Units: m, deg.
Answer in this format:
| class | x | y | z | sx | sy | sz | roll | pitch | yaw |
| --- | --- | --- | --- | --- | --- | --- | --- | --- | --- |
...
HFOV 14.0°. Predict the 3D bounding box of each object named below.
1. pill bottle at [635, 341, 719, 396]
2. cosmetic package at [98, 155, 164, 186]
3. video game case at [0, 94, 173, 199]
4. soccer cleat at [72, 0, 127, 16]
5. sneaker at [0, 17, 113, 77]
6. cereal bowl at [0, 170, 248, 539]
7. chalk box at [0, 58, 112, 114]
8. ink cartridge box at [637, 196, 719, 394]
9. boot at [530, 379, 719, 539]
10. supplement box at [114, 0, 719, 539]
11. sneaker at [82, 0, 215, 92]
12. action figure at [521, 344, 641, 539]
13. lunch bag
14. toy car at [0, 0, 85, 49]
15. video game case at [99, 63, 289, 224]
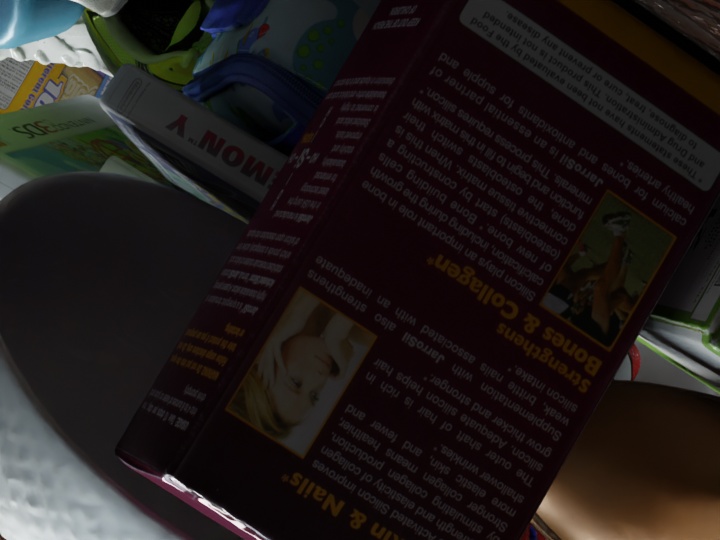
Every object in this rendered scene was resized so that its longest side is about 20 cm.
| class | x | y | z | sx | sy | sz | roll | pitch | yaw |
| --- | --- | --- | --- | --- | --- | --- | --- | --- | --- |
| pill bottle | 0.190 | 0.094 | 1.325 | 0.200 | 0.110 | 0.109 | 36 | 173 | -39 |
| cosmetic package | -0.038 | 0.052 | 1.156 | 0.200 | 0.105 | 0.071 | 33 | 176 | 12 |
| video game case | -0.071 | -0.020 | 1.302 | 0.199 | 0.022 | 0.182 | 28 | -166 | 10 |
| soccer cleat | -0.096 | -0.138 | 0.920 | 0.070 | 0.087 | 0.200 | 29 | 174 | 21 |
| sneaker | -0.172 | -0.126 | 1.402 | 0.200 | 0.100 | 0.078 | 32 | 175 | -10 |
| cereal bowl | -0.069 | 0.063 | 1.037 | 0.200 | 0.083 | 0.200 | 30 | -149 | -20 |
| chalk box | -0.193 | -0.100 | 1.639 | 0.124 | 0.124 | 0.200 | 30 | 174 | 21 |
| ink cartridge box | 0.167 | 0.023 | 0.995 | 0.147 | 0.076 | 0.200 | 32 | 178 | -10 |
| boot | 0.128 | 0.075 | 0.890 | 0.199 | 0.074 | 0.155 | 22 | 173 | 15 |
| supplement box | 0.023 | 0.004 | 0.927 | 0.110 | 0.201 | 0.086 | 33 | 174 | -15 |
| sneaker | -0.049 | -0.078 | 1.285 | 0.199 | 0.076 | 0.076 | 28 | 174 | 24 |
| action figure | 0.046 | 0.105 | 0.996 | 0.051 | 0.201 | 0.065 | 20 | 159 | 17 |
| lunch bag | 0.012 | -0.055 | 1.133 | 0.160 | 0.083 | 0.200 | 35 | 173 | -11 |
| toy car | -0.183 | -0.169 | 0.994 | 0.177 | 0.184 | 0.200 | 55 | 140 | 21 |
| video game case | 0.000 | 0.000 | 1.128 | 0.182 | 0.023 | 0.200 | 31 | 173 | 16 |
